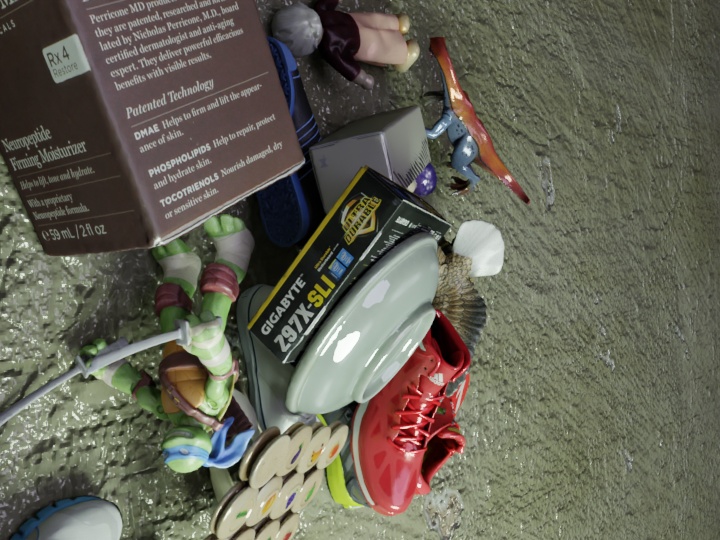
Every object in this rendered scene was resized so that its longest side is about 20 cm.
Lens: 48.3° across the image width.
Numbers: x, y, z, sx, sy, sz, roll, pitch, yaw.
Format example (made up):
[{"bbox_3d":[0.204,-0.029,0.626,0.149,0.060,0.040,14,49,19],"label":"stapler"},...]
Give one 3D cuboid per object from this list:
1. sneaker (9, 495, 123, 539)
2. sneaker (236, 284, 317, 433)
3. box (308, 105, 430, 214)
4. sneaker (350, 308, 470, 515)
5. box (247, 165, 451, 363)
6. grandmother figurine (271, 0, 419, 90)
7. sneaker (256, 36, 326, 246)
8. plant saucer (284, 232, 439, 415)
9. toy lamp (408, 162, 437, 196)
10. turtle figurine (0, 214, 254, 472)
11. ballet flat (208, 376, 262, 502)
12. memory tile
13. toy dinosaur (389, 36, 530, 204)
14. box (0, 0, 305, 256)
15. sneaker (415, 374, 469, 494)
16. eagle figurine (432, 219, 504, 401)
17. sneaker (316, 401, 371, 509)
[{"bbox_3d":[-0.239,0.239,0.569,0.199,0.085,0.077,-38,114,-45],"label":"sneaker"},{"bbox_3d":[-0.069,0.113,0.786,0.072,0.070,0.205,-28,109,-46],"label":"sneaker"},{"bbox_3d":[0.016,-0.121,0.839,0.200,0.080,0.070,-51,129,-66],"label":"box"},{"bbox_3d":[0.049,0.132,0.782,0.077,0.115,0.205,9,71,-25],"label":"sneaker"},{"bbox_3d":[0.000,0.000,0.707,0.161,0.049,0.199,-52,165,10],"label":"box"},{"bbox_3d":[-0.016,-0.255,0.885,0.197,0.060,0.123,-8,67,-47],"label":"grandmother figurine"},{"bbox_3d":[-0.071,-0.127,0.808,0.077,0.069,0.206,-14,99,-62],"label":"sneaker"},{"bbox_3d":[0.016,0.061,0.710,0.200,0.050,0.201,-46,163,-17],"label":"plant saucer"},{"bbox_3d":[0.020,-0.066,0.913,0.199,0.057,0.059,-40,117,-43],"label":"toy lamp"},{"bbox_3d":[-0.158,0.042,0.624,0.196,0.144,0.198,18,51,-17],"label":"turtle figurine"},{"bbox_3d":[-0.109,0.167,0.740,0.069,0.068,0.204,-39,117,-43],"label":"ballet flat"},{"bbox_3d":[-0.077,0.204,0.718,0.156,0.017,0.199,-61,159,2],"label":"memory tile"},{"bbox_3d":[0.128,-0.193,0.986,0.184,0.195,0.106,91,12,-47],"label":"toy dinosaur"},{"bbox_3d":[-0.173,-0.138,0.604,0.163,0.163,0.204,-36,114,-43],"label":"box"},{"bbox_3d":[0.095,0.192,0.965,0.201,0.084,0.078,-54,127,-36],"label":"sneaker"},{"bbox_3d":[0.073,0.037,0.920,0.201,0.148,0.154,-52,145,-43],"label":"eagle figurine"},{"bbox_3d":[-0.002,0.162,0.855,0.073,0.080,0.205,-32,112,-45],"label":"sneaker"}]
